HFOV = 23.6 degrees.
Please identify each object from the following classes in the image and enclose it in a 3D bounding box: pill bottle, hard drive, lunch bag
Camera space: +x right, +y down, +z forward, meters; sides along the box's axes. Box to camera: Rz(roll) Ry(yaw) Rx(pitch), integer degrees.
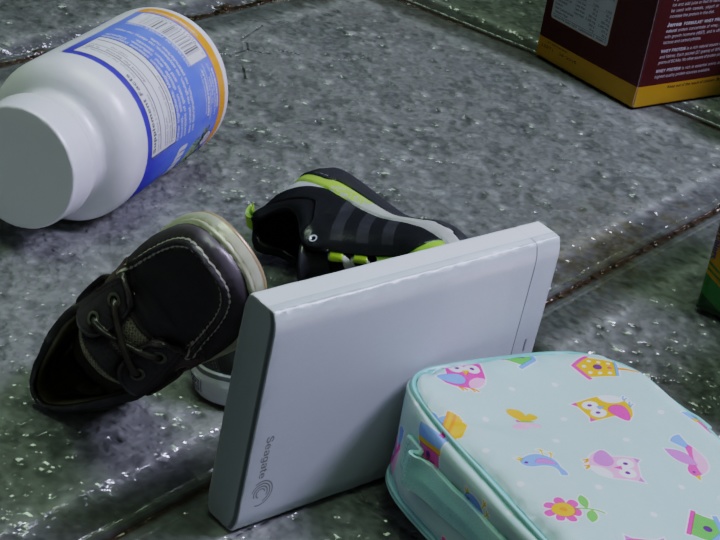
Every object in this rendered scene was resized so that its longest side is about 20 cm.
[{"bbox_3d":[-0.178,-0.100,1.161,0.111,0.113,0.200,18,29,15],"label":"pill bottle"},{"bbox_3d":[0.016,0.052,0.906,0.199,0.133,0.027,-14,39,-39],"label":"hard drive"},{"bbox_3d":[0.109,0.119,0.872,0.159,0.078,0.200,-8,32,-29],"label":"lunch bag"}]

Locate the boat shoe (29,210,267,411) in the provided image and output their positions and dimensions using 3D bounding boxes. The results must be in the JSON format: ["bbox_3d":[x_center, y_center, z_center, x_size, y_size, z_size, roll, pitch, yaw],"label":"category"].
[{"bbox_3d":[-0.114,0.032,0.885,0.065,0.200,0.072,-37,94,-36],"label":"boat shoe"}]

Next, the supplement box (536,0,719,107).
[{"bbox_3d":[0.290,-0.275,1.560,0.196,0.201,0.133,-12,34,-36],"label":"supplement box"}]

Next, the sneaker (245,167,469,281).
[{"bbox_3d":[0.000,0.000,1.093,0.082,0.072,0.199,-26,36,-31],"label":"sneaker"}]

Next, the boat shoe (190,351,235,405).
[{"bbox_3d":[0.002,0.046,0.999,0.198,0.057,0.069,0,28,-18],"label":"boat shoe"}]

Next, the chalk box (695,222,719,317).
[{"bbox_3d":[0.349,-0.008,1.153,0.199,0.125,0.125,26,30,27],"label":"chalk box"}]
